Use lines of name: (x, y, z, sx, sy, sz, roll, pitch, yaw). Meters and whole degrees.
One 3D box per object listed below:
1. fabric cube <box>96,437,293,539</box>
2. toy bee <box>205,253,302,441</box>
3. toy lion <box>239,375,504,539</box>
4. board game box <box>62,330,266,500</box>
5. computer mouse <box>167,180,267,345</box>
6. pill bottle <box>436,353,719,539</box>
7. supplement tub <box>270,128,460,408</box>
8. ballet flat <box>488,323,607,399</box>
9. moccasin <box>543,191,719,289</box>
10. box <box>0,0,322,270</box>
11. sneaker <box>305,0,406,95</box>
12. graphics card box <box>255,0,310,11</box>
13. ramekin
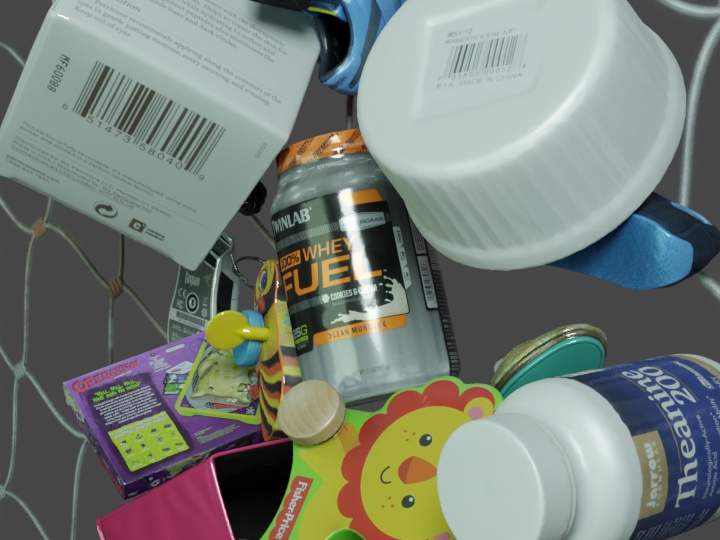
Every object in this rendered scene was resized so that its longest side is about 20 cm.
fabric cube: (-0.064, 0.251, 1.048, 0.199, 0.196, 0.200, -33, 70, 45)
toy bee: (-0.069, 0.035, 1.077, 0.200, 0.131, 0.109, 55, 139, 27)
toy lion: (0.017, 0.160, 0.872, 0.191, 0.069, 0.200, 8, 61, 32)
board game box: (-0.136, 0.109, 1.116, 0.120, 0.200, 0.032, 53, 148, 30)
computer mouse: (-0.138, -0.003, 1.227, 0.110, 0.044, 0.201, 18, 101, 42)
pill bottle: (0.145, 0.115, 0.790, 0.111, 0.200, 0.111, 8, 100, 48)
supplement tub: (0.000, 0.000, 1.005, 0.122, 0.122, 0.201, -21, 78, 48)
ballet flat: (0.108, 0.103, 0.941, 0.071, 0.071, 0.200, 48, 126, 35)
moccasin: (0.149, -0.032, 0.874, 0.200, 0.068, 0.081, 34, 126, 43)
box: (-0.162, -0.149, 1.063, 0.200, 0.199, 0.172, -48, 20, 46)
sneaker: (-0.003, -0.237, 1.019, 0.066, 0.078, 0.201, 7, 98, 50)
graphics card box: (-0.042, -0.308, 0.973, 0.126, 0.051, 0.200, 120, 157, -55)
ramekin: (0.094, -0.109, 0.830, 0.200, 0.098, 0.201, -19, 52, 25)
